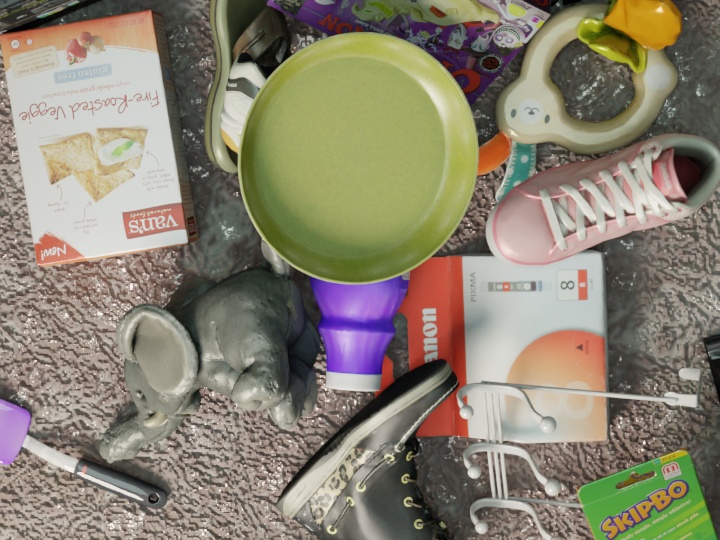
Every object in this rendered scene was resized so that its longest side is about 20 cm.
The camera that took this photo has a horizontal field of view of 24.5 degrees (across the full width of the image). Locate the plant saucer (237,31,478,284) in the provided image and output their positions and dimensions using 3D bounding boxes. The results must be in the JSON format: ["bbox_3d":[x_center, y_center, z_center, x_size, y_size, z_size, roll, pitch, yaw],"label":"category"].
[{"bbox_3d":[-0.004,-0.090,1.326,0.199,0.031,0.201,-3,100,-17],"label":"plant saucer"}]

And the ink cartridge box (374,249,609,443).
[{"bbox_3d":[0.109,0.064,1.410,0.199,0.050,0.163,-2,93,1],"label":"ink cartridge box"}]

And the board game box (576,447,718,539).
[{"bbox_3d":[0.245,0.223,1.369,0.095,0.030,0.200,-21,129,5],"label":"board game box"}]

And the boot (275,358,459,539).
[{"bbox_3d":[0.044,0.184,1.401,0.154,0.073,0.204,46,112,-2],"label":"boot"}]

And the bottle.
[{"bbox_3d":[0.000,0.000,1.396,0.083,0.065,0.201,3,90,21],"label":"bottle"}]

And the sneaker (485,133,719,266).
[{"bbox_3d":[0.202,-0.062,1.342,0.200,0.105,0.076,-17,86,-12],"label":"sneaker"}]

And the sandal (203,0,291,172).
[{"bbox_3d":[-0.085,-0.180,1.389,0.057,0.080,0.202,13,104,30],"label":"sandal"}]

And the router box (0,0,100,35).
[{"bbox_3d":[-0.297,-0.233,1.367,0.200,0.150,0.062,-21,92,4],"label":"router box"}]

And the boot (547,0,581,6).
[{"bbox_3d":[0.103,-0.288,1.373,0.200,0.076,0.169,-11,89,-2],"label":"boot"}]

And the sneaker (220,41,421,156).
[{"bbox_3d":[-0.015,-0.143,1.358,0.199,0.076,0.088,-6,115,-21],"label":"sneaker"}]

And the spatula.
[{"bbox_3d":[-0.262,0.165,1.454,0.200,0.021,0.057,23,93,1],"label":"spatula"}]

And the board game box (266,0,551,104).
[{"bbox_3d":[0.039,-0.218,1.341,0.200,0.032,0.120,23,140,-19],"label":"board game box"}]

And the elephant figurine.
[{"bbox_3d":[-0.144,0.070,1.395,0.199,0.142,0.156,-1,64,19],"label":"elephant figurine"}]

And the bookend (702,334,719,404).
[{"bbox_3d":[0.351,0.149,1.323,0.092,0.199,0.201,-15,92,7],"label":"bookend"}]

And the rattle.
[{"bbox_3d":[0.169,-0.133,1.352,0.200,0.143,0.130,-32,110,-1],"label":"rattle"}]

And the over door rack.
[{"bbox_3d":[0.184,0.157,1.357,0.199,0.067,0.148,-3,128,7],"label":"over door rack"}]

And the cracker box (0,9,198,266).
[{"bbox_3d":[-0.221,-0.112,1.416,0.134,0.058,0.201,-9,94,5],"label":"cracker box"}]
